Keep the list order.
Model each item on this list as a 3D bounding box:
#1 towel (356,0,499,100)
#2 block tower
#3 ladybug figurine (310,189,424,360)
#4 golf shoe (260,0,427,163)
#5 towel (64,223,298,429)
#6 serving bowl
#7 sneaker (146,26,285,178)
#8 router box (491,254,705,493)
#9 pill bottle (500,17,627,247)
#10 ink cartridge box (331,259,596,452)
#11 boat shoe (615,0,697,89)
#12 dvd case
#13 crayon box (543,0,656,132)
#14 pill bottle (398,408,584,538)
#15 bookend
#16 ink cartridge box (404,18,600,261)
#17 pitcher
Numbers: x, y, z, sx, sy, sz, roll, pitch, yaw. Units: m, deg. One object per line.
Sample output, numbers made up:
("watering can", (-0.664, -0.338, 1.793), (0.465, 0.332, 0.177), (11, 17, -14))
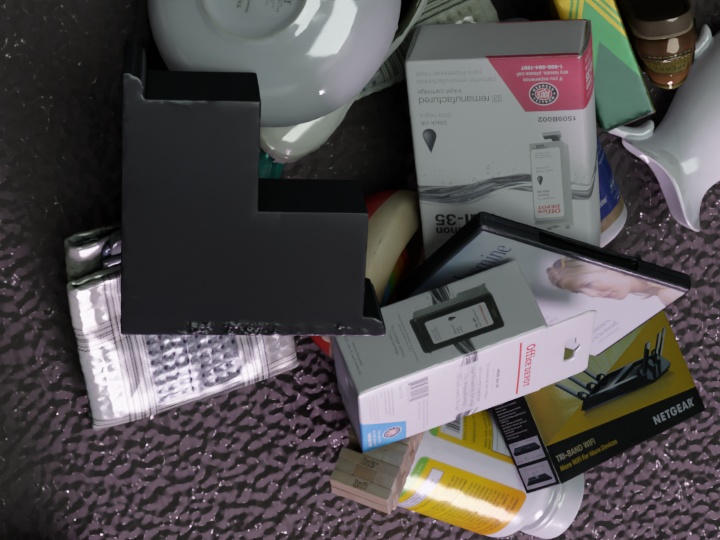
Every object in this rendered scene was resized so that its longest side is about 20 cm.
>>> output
("towel", (-0.004, -0.245, 1.474), (0.199, 0.035, 0.194), (-27, 92, -15))
("block tower", (0.035, 0.103, 1.495), (0.057, 0.054, 0.201), (19, 66, 13))
("ladybug figurine", (0.000, 0.000, 1.491), (0.072, 0.200, 0.137), (20, 121, 11))
("golf shoe", (-0.014, -0.174, 1.398), (0.078, 0.097, 0.201), (37, 78, -10))
("towel", (-0.141, 0.033, 1.451), (0.191, 0.035, 0.201), (-16, 130, -16))
("serving bowl", (-0.071, -0.211, 1.339), (0.198, 0.066, 0.202), (0, 89, 10))
("sneaker", (-0.106, -0.134, 1.447), (0.120, 0.084, 0.202), (-6, 106, -22))
("router box", (0.202, 0.090, 1.594), (0.199, 0.052, 0.158), (-21, 86, -37))
("pill bottle", (0.149, -0.112, 1.551), (0.111, 0.111, 0.201), (-32, 113, -14))
("ink cartridge box", (0.081, 0.063, 1.417), (0.199, 0.068, 0.116), (-19, 153, -8))
("boat shoe", (0.255, -0.217, 1.542), (0.071, 0.200, 0.068), (-6, 116, 13))
("dvd case", (0.148, 0.014, 1.451), (0.199, 0.143, 0.018), (16, 59, -21))
("crayon box", (0.187, -0.227, 1.519), (0.050, 0.127, 0.201), (-21, 102, 5))
("pill bottle", (0.099, 0.175, 1.598), (0.199, 0.111, 0.112), (22, 93, -27))
("bookend", (-0.079, -0.060, 1.314), (0.197, 0.092, 0.201), (0, 112, -6))
("ink cartridge box", (0.120, -0.096, 1.452), (0.145, 0.083, 0.201), (-1, 119, 12))
("pitcher", (0.321, -0.163, 1.623), (0.200, 0.121, 0.172), (-44, 101, 4))
